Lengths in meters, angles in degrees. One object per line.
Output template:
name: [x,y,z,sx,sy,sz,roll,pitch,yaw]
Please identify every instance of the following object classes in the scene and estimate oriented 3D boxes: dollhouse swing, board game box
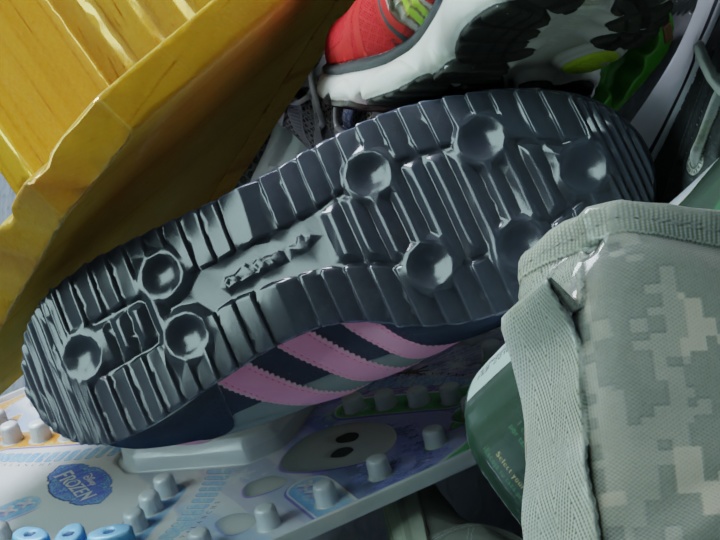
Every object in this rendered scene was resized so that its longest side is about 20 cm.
dollhouse swing: [-0.103,-0.080,0.889,0.182,0.175,0.200,53,140,14]
board game box: [-0.048,0.043,0.907,0.200,0.199,0.026,29,138,63]

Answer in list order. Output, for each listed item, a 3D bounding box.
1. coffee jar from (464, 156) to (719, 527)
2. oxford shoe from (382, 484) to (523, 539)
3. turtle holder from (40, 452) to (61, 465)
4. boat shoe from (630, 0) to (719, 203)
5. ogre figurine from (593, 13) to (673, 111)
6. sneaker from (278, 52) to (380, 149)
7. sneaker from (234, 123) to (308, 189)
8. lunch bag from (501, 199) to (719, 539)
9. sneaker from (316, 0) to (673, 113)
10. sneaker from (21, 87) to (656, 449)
coffee jar: [0.121,0.006,0.692,0.104,0.085,0.200,49,128,9]
oxford shoe: [0.050,0.115,0.813,0.057,0.076,0.200,-26,23,-4]
turtle holder: [-0.084,0.142,0.914,0.141,0.186,0.132,-37,48,-16]
boat shoe: [0.121,-0.049,0.763,0.200,0.073,0.068,-57,37,29]
ogre figurine: [0.058,-0.121,0.903,0.120,0.098,0.201,35,120,40]
sneaker: [-0.015,-0.072,1.016,0.075,0.082,0.200,-67,28,8]
sneaker: [-0.085,-0.079,1.140,0.078,0.091,0.200,-65,28,10]
lunch bag: [0.111,0.087,0.557,0.118,0.199,0.165,-40,41,44]
sneaker: [0.040,-0.093,0.783,0.200,0.076,0.086,153,115,-69]
sneaker: [0.000,0.000,0.809,0.199,0.082,0.071,-18,78,18]
